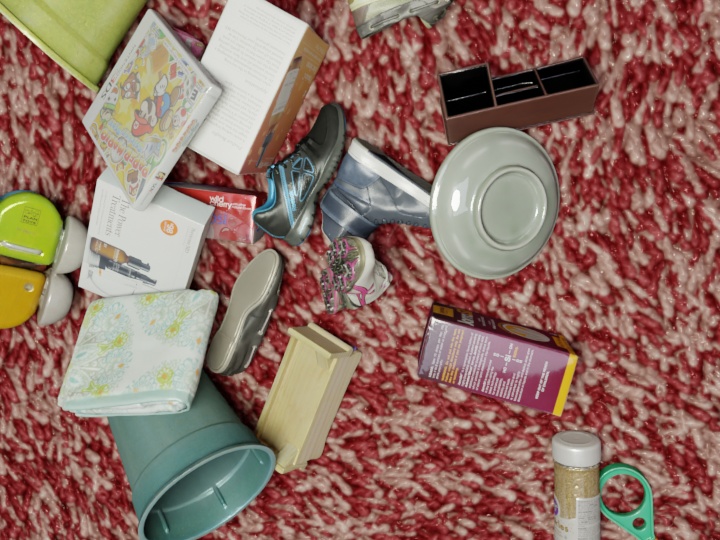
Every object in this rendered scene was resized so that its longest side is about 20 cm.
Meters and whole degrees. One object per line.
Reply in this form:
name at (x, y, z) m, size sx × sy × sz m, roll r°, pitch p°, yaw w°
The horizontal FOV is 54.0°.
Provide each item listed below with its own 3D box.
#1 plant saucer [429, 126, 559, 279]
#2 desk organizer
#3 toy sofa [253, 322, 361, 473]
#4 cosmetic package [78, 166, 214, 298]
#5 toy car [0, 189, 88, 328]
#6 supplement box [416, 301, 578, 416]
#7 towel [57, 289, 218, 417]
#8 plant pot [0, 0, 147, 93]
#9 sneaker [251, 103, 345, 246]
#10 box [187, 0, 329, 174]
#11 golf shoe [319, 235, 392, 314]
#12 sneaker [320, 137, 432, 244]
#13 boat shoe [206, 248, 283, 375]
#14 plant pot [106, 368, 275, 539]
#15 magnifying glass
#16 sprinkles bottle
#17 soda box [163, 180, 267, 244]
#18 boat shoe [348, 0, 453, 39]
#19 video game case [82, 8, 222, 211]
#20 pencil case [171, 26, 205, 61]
plant saucer at (0.187, -0.083, 0.923) m, size 0.197 × 0.050 × 0.204 m, roll -5°, pitch 104°, yaw -19°
desk organizer at (0.201, -0.229, 0.916) m, size 0.196 × 0.077 × 0.073 m, roll -11°, pitch 75°, yaw 9°
toy sofa at (-0.083, 0.184, 1.033) m, size 0.082 × 0.097 × 0.203 m, roll 27°, pitch 102°, yaw 27°
cosmetic package at (-0.301, -0.031, 0.981) m, size 0.149 × 0.052 × 0.201 m, roll 22°, pitch 128°, yaw -8°
toy car at (-0.495, -0.027, 1.015) m, size 0.173 × 0.150 × 0.203 m, roll 16°, pitch 107°, yaw -31°
supplement box at (0.181, 0.116, 0.965) m, size 0.197 × 0.110 × 0.087 m, roll 15°, pitch 100°, yaw 5°
towel at (-0.296, 0.108, 0.944) m, size 0.196 × 0.048 × 0.174 m, roll -5°, pitch 56°, yaw 15°
plant pot at (-0.366, -0.374, 0.933) m, size 0.200 × 0.200 × 0.185 m, roll 43°, pitch 89°, yaw -1°
sneaker at (-0.081, -0.138, 0.957) m, size 0.081 × 0.073 × 0.203 m, roll 22°, pitch 88°, yaw -19°
box at (-0.141, -0.241, 0.929) m, size 0.105 × 0.152 × 0.202 m, roll 28°, pitch 102°, yaw 2°
golf shoe at (0.000, 0.000, 0.936) m, size 0.090 × 0.200 × 0.074 m, roll -10°, pitch 75°, yaw -12°
sneaker at (0.039, -0.066, 0.974) m, size 0.201 × 0.077 × 0.147 m, roll 33°, pitch 106°, yaw -3°
boat shoe at (-0.160, 0.063, 1.035) m, size 0.067 × 0.057 × 0.202 m, roll 34°, pitch 99°, yaw 37°
plant pot at (-0.249, 0.236, 0.979) m, size 0.201 × 0.199 × 0.197 m, roll -48°, pitch 57°, yaw 11°
magnifying glass at (0.406, 0.372, 1.021) m, size 0.079 × 0.022 × 0.202 m, roll -29°, pitch 95°, yaw 10°
sprinkles bottle at (0.308, 0.335, 1.004) m, size 0.067 × 0.068 × 0.204 m, roll -2°, pitch 98°, yaw 7°
soda box at (-0.237, -0.088, 1.010) m, size 0.196 × 0.063 × 0.071 m, roll 8°, pitch 101°, yaw 5°
boat shoe at (0.084, -0.353, 0.930) m, size 0.197 × 0.072 × 0.067 m, roll -10°, pitch 108°, yaw 9°
video game case at (-0.270, -0.206, 0.890) m, size 0.183 × 0.023 × 0.201 m, roll -51°, pitch 55°, yaw 16°
pencil case at (-0.281, -0.240, 0.985) m, size 0.082 × 0.086 × 0.203 m, roll 29°, pitch 104°, yaw 42°
